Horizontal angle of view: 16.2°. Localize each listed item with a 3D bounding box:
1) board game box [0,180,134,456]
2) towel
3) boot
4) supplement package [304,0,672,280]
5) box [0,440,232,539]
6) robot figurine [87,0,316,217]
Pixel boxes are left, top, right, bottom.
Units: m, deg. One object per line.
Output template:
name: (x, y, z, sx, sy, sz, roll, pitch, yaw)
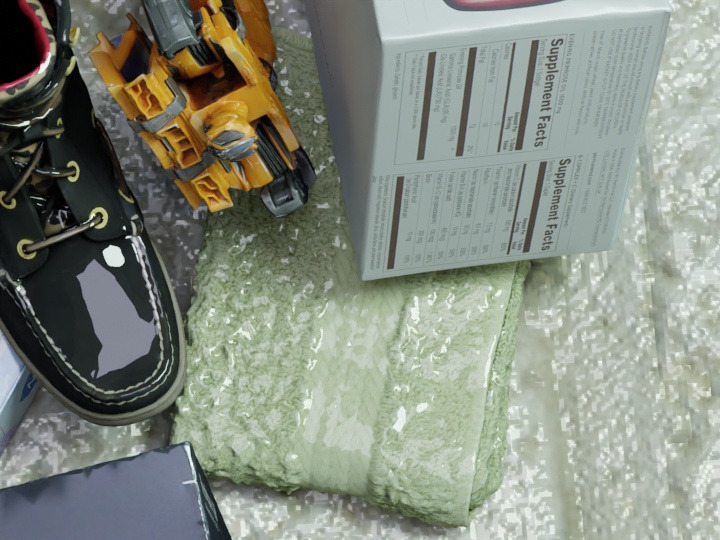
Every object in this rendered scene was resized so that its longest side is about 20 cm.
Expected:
board game box: (-0.226, 0.011, 1.055, 0.198, 0.041, 0.201, 26, 73, 8)
towel: (0.000, 0.000, 1.058, 0.147, 0.037, 0.202, 10, 72, 5)
boot: (-0.127, -0.048, 0.973, 0.073, 0.151, 0.201, -19, 72, -7)
supplement package: (0.040, -0.127, 1.009, 0.110, 0.156, 0.201, -7, 57, -8)
box: (-0.080, 0.182, 0.914, 0.103, 0.200, 0.184, -13, 72, -2)
robot figurine: (-0.074, -0.105, 1.017, 0.058, 0.145, 0.201, -26, 41, 9)
